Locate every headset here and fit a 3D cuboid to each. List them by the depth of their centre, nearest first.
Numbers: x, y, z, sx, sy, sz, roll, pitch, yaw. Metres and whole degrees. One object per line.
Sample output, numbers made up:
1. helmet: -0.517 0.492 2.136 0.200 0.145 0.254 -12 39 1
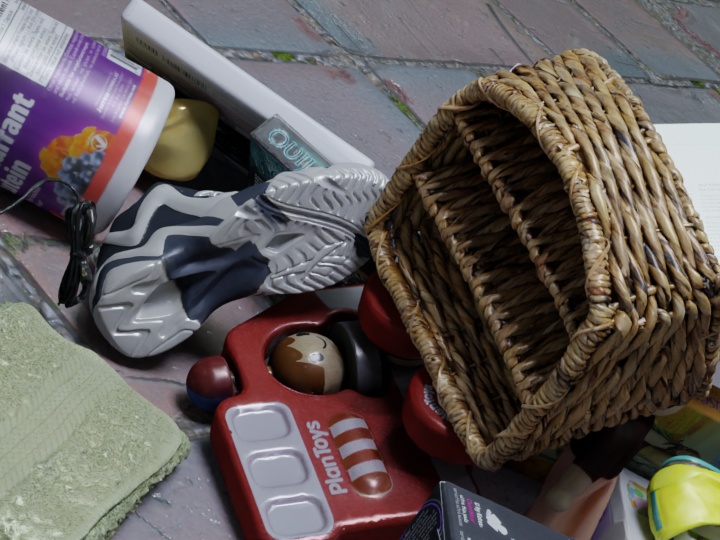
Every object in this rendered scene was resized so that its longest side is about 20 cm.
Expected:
1. headset: -0.250 -0.027 1.080 0.199 0.095 0.124 3 20 -13

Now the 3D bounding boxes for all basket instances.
1. basket: 0.097 -0.015 1.060 0.148 0.143 0.201 -16 54 -10

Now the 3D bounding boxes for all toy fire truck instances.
1. toy fire truck: -0.012 0.086 1.136 0.167 0.113 0.201 -4 45 -23

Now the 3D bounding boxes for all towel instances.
1. towel: -0.178 0.088 1.005 0.148 0.037 0.200 35 25 3

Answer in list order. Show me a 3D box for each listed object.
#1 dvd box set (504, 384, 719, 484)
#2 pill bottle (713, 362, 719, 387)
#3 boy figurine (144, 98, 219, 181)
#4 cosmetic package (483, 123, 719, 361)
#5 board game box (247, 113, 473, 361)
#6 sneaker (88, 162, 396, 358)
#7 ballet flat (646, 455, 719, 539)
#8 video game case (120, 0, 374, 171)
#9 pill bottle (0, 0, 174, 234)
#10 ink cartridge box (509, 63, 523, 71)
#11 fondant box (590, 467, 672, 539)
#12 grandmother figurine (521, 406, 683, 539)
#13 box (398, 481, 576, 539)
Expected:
1. dvd box set: 0.198 0.121 1.274 0.199 0.146 0.030 26 50 -17
2. pill bottle: 0.321 0.070 1.554 0.104 0.105 0.200 37 26 8
3. boy figurine: -0.189 -0.135 1.323 0.199 0.065 0.124 32 -9 8
4. cosmetic package: 0.170 -0.017 1.200 0.199 0.052 0.152 -1 65 -11
5. board game box: 0.000 0.000 1.274 0.028 0.136 0.200 -39 71 -24
6. sneaker: -0.083 -0.028 1.194 0.080 0.198 0.130 61 -4 -30
7. ballet flat: 0.269 0.185 1.219 0.199 0.067 0.067 24 47 -14
8. video game case: -0.083 -0.106 1.360 0.199 0.023 0.182 35 -11 1
9. pill bottle: -0.229 -0.116 1.214 0.199 0.112 0.112 28 26 -12
10. ink cartridge box: 0.106 -0.018 1.336 0.146 0.200 0.084 36 33 6
11. fondant box: 0.240 0.228 1.233 0.199 0.058 0.145 29 25 -12
12. grandmother figurine: 0.146 0.113 1.155 0.060 0.200 0.121 32 26 -3
13. box: 0.100 0.219 1.004 0.199 0.123 0.106 25 26 -17
